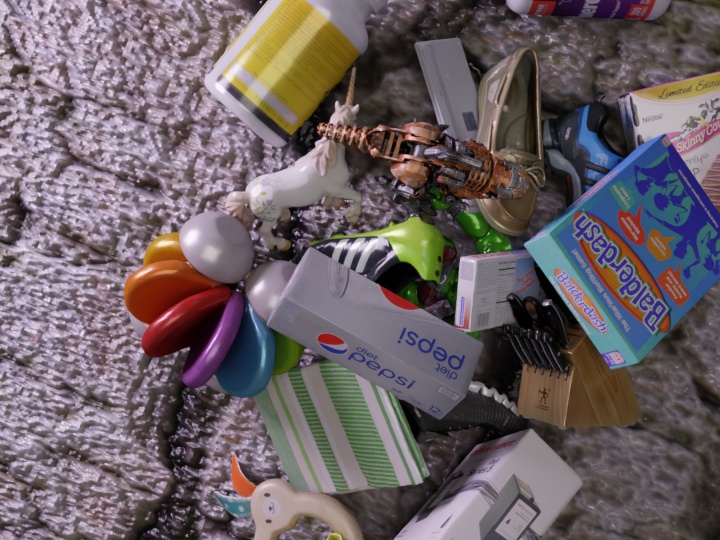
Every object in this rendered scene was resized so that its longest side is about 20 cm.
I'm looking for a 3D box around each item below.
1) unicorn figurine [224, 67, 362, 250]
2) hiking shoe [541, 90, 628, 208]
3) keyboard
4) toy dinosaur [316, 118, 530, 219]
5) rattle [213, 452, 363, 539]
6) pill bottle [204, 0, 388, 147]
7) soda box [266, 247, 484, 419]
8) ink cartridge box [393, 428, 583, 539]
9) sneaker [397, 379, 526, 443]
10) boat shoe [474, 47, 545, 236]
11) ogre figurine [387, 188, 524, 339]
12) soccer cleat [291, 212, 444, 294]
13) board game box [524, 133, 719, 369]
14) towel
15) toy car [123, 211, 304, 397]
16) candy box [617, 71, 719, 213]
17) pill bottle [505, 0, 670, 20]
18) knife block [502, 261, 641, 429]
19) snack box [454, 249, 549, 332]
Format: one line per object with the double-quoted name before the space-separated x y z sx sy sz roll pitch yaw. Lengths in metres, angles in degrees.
"unicorn figurine" -0.053 -0.096 1.036 0.200 0.137 0.074 -35 57 -8
"hiking shoe" 0.264 -0.084 1.052 0.087 0.074 0.200 -25 95 22
"keyboard" 0.110 -0.159 1.052 0.056 0.011 0.201 -10 77 -26
"toy dinosaur" 0.063 -0.114 0.960 0.200 0.136 0.102 37 88 -1
"rattle" -0.095 0.285 1.040 0.200 0.143 0.130 45 115 9
"pill bottle" -0.063 -0.237 1.031 0.112 0.112 0.200 41 94 -3
"soda box" 0.015 0.062 0.955 0.200 0.063 0.068 29 54 -4
"ink cartridge box" 0.118 0.269 1.021 0.084 0.145 0.200 46 65 0
"sneaker" 0.088 0.152 1.065 0.200 0.066 0.091 26 74 -19
"boat shoe" 0.161 -0.136 1.024 0.073 0.063 0.201 15 66 -20
"ogre figurine" 0.094 0.011 1.061 0.120 0.098 0.200 27 83 10
"soccer cleat" 0.000 0.000 1.032 0.200 0.067 0.081 -15 64 37
"board game box" 0.277 -0.022 0.974 0.200 0.045 0.152 -38 94 -28
"towel" -0.027 0.169 1.053 0.200 0.023 0.153 -19 95 44
"toy car" -0.154 0.054 1.015 0.200 0.150 0.175 37 123 -8
"candy box" 0.370 -0.109 1.065 0.136 0.061 0.201 -13 94 2
"pill bottle" 0.223 -0.322 1.021 0.199 0.112 0.113 2 95 1
"knife block" 0.228 0.073 1.026 0.200 0.064 0.176 8 93 -43
"snack box" 0.170 0.016 1.020 0.024 0.200 0.072 12 102 42
